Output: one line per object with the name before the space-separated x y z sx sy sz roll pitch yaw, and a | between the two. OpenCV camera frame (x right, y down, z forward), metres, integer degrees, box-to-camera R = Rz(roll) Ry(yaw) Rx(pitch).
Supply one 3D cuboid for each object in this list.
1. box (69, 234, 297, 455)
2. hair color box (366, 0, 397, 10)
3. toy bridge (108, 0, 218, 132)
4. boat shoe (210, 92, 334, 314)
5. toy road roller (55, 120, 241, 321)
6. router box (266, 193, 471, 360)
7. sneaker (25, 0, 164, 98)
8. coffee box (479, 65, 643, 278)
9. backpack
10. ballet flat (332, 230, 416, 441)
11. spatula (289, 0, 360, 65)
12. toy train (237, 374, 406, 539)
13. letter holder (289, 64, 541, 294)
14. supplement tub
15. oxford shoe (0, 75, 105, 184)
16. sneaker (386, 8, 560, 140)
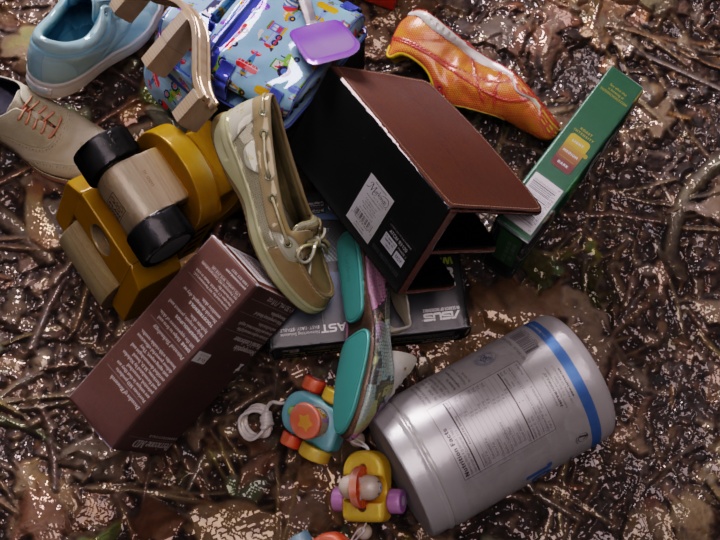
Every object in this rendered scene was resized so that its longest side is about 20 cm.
box | -0.159 0.072 1.087 0.200 0.100 0.075 -47 68 6
hair color box | -0.039 -0.363 1.264 0.199 0.061 0.102 19 75 3
toy bridge | -0.173 -0.211 1.105 0.067 0.027 0.200 -45 52 15
boat shoe | -0.067 -0.058 1.080 0.063 0.073 0.202 -22 93 22
toy road roller | -0.189 -0.058 1.124 0.146 0.200 0.123 -29 80 -35
router box | 0.000 0.000 1.166 0.198 0.062 0.151 -6 76 -4
sneaker | -0.257 -0.255 1.190 0.074 0.082 0.201 29 54 4
coffee box | 0.196 -0.095 1.170 0.044 0.123 0.200 36 75 8
backpack | -0.113 -0.216 1.179 0.199 0.135 0.183 34 64 13
ballet flat | 0.015 0.056 1.084 0.071 0.069 0.202 11 66 -26
spatula | -0.058 -0.264 1.119 0.056 0.021 0.201 -16 61 -17
toy train | -0.046 0.198 1.091 0.150 0.056 0.201 -30 73 16
letter holder | 0.052 -0.085 1.100 0.141 0.101 0.200 -3 45 -43
supplement tub | 0.121 0.140 1.098 0.199 0.132 0.133 -28 78 -8
oxford shoe | -0.322 -0.141 1.184 0.199 0.074 0.071 22 75 4
sneaker | 0.116 -0.188 1.230 0.199 0.073 0.077 36 98 11
